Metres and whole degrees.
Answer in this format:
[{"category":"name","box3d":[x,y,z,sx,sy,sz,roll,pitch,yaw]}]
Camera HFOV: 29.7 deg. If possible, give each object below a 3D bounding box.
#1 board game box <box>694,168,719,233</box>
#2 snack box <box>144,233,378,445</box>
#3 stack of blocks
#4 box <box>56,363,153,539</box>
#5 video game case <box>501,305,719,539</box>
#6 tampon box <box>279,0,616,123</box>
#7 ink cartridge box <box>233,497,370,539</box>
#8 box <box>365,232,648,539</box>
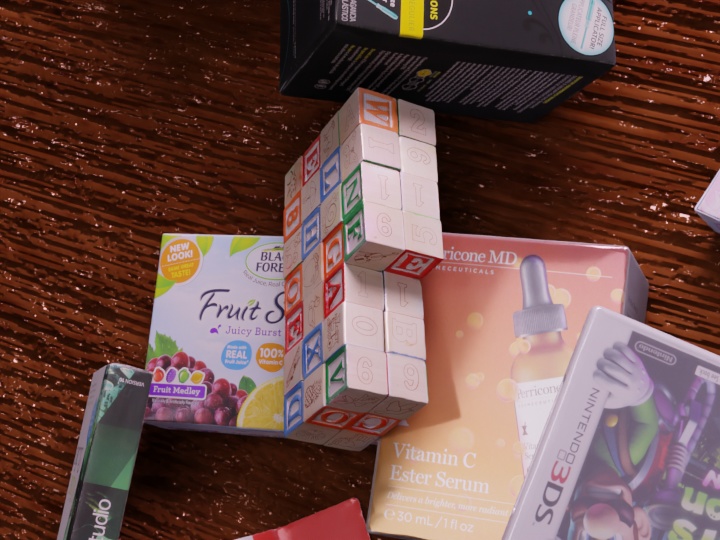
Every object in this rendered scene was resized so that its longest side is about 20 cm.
[{"category":"board game box","box3d":[0.347,-0.079,0.858,0.199,0.041,0.201,32,89,41]},{"category":"snack box","box3d":[-0.056,0.049,0.990,0.198,0.053,0.144,1,76,19]},{"category":"stack of blocks","box3d":[0.000,0.000,0.877,0.115,0.058,0.202,-43,41,50]},{"category":"box","box3d":[-0.191,0.170,0.963,0.036,0.144,0.202,12,80,-13]},{"category":"video game case","box3d":[0.197,0.142,0.806,0.198,0.023,0.183,23,81,3]},{"category":"tampon box","box3d":[0.056,-0.198,0.922,0.198,0.126,0.152,4,76,-20]},{"category":"ink cartridge box","box3d":[-0.073,0.267,0.949,0.198,0.050,0.162,-24,71,14]},{"category":"box","box3d":[0.101,0.087,0.899,0.151,0.106,0.202,4,79,20]}]
